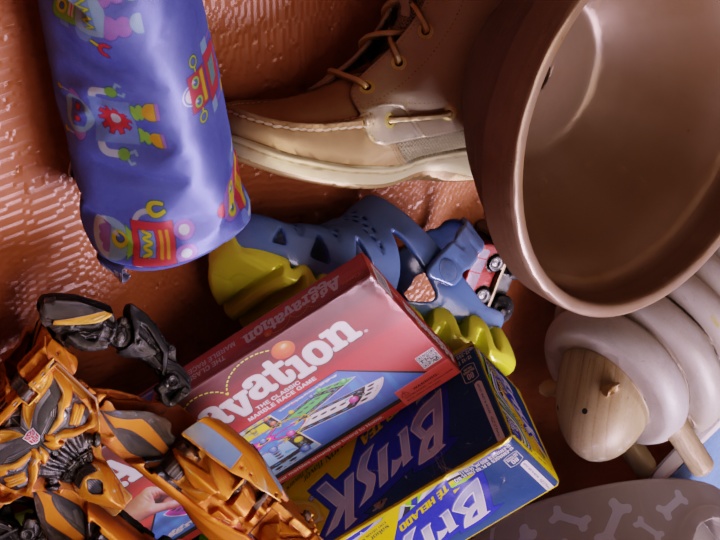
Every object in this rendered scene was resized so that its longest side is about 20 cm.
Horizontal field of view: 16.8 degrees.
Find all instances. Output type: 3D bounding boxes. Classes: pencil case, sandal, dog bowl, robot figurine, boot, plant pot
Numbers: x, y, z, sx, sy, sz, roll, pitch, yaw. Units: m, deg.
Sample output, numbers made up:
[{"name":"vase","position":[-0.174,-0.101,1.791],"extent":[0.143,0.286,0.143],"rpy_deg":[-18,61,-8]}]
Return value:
[{"name":"pencil case","position":[-0.107,-0.094,1.121],"extent":[0.078,0.086,0.201],"rpy_deg":[-61,150,-45]},{"name":"sandal","position":[0.000,0.000,1.294],"extent":[0.199,0.079,0.088],"rpy_deg":[19,66,-41]},{"name":"dog bowl","position":[0.142,0.183,1.464],"extent":[0.198,0.059,0.200],"rpy_deg":[-10,157,-4]},{"name":"robot figurine","position":[-0.119,0.104,1.193],"extent":[0.200,0.058,0.145],"rpy_deg":[41,96,-23]},{"name":"boot","position":[0.020,-0.123,1.229],"extent":[0.199,0.073,0.157],"rpy_deg":[-3,112,-34]},{"name":"plant pot","position":[0.117,-0.087,1.220],"extent":[0.200,0.092,0.202],"rpy_deg":[-21,125,-35]}]

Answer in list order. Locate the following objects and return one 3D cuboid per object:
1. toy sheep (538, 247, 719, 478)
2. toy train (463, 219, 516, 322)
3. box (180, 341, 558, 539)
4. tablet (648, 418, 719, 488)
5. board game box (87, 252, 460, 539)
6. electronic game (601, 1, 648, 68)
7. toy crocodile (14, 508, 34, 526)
[{"name":"toy sheep","position":[0.182,0.035,1.435],"extent":[0.200,0.137,0.139],"rpy_deg":[-48,139,-31]},{"name":"toy train","position":[0.069,-0.001,1.378],"extent":[0.046,0.034,0.201],"rpy_deg":[13,105,-33]},{"name":"box","position":[0.001,0.125,1.301],"extent":[0.199,0.070,0.064],"rpy_deg":[-32,141,13]},{"name":"tablet","position":[0.221,0.132,1.561],"extent":[0.130,0.014,0.200],"rpy_deg":[-41,158,-18]},{"name":"board game box","position":[-0.056,0.074,1.254],"extent":[0.199,0.020,0.103],"rpy_deg":[-33,137,10]},{"name":"electronic game","position":[0.203,-0.171,1.292],"extent":[0.198,0.042,0.201],"rpy_deg":[-8,119,-15]},{"name":"toy crocodile","position":[-0.154,0.217,1.257],"extent":[0.067,0.062,0.202],"rpy_deg":[-11,105,-27]}]
